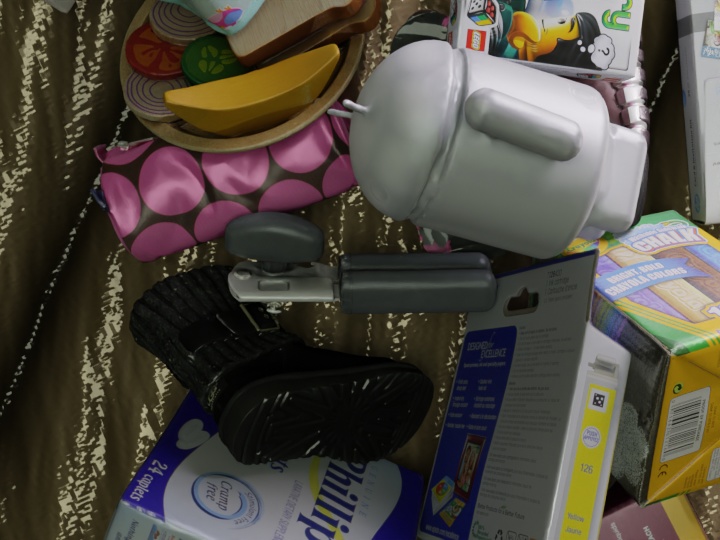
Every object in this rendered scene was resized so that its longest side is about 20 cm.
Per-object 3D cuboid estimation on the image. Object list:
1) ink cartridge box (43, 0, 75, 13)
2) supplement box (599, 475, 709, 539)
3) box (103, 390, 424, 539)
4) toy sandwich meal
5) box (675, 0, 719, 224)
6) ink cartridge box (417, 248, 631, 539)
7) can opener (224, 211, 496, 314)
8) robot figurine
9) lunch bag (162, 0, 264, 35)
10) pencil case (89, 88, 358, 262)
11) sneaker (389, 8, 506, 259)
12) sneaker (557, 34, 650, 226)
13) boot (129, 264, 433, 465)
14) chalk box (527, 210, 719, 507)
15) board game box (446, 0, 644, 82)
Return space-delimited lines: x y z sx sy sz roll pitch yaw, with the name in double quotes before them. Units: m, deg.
"ink cartridge box" -0.225 -0.312 0.716 0.144 0.147 0.201 34 89 13
"supplement box" 0.155 0.224 0.788 0.198 0.131 0.104 -28 92 5
"box" -0.067 0.192 0.759 0.198 0.184 0.106 24 112 0
"toy sandwich meal" -0.083 -0.175 0.751 0.202 0.070 0.208 -5 62 9
"box" 0.319 -0.143 0.786 0.154 0.041 0.203 -7 95 4
"ink cartridge box" 0.110 0.099 0.721 0.046 0.197 0.203 18 79 -14
"can opener" 0.000 0.000 0.764 0.197 0.053 0.067 4 120 -5
"robot figurine" 0.077 -0.076 0.672 0.197 0.170 0.115 14 79 -11
"lunch bag" -0.088 -0.283 0.670 0.121 0.171 0.201 32 80 27
"pencil case" -0.095 -0.078 0.793 0.197 0.091 0.095 -18 92 2
"sneaker" 0.071 -0.101 0.788 0.079 0.087 0.202 -6 117 6
"sneaker" 0.149 -0.125 0.774 0.114 0.076 0.203 -3 72 13
"boot" -0.055 0.066 0.802 0.158 0.210 0.080 41 112 40
"chalk box" 0.195 0.043 0.743 0.122 0.200 0.126 -11 122 -19
"board game box" 0.129 -0.233 0.698 0.124 0.035 0.203 5 94 -10
